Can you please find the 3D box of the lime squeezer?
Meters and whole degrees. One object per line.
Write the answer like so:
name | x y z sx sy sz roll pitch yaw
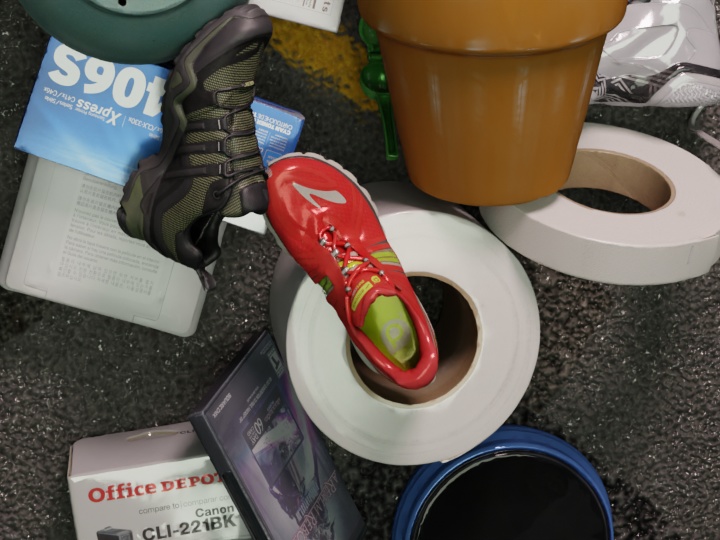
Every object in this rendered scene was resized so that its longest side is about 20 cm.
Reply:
lime squeezer | 0.015 -0.180 1.312 0.037 0.071 0.202 -2 80 9

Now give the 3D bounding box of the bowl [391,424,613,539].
bowl | 0.126 0.235 1.432 0.198 0.039 0.203 -2 103 -8

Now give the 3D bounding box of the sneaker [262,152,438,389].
sneaker | 0.000 0.000 1.194 0.077 0.085 0.201 -36 102 0

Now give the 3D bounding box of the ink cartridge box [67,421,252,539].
ink cartridge box | -0.157 0.236 1.364 0.143 0.084 0.202 -8 103 -6

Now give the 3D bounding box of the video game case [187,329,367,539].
video game case | -0.062 0.167 1.340 0.019 0.143 0.201 -19 106 26

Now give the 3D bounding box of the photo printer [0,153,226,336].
photo printer | -0.182 -0.065 1.301 0.165 0.069 0.202 15 99 -11

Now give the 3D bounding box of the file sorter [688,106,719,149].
file sorter | 0.385 -0.096 1.351 0.200 0.139 0.125 39 97 -15

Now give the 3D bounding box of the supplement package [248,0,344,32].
supplement package | -0.104 -0.259 1.250 0.198 0.110 0.115 14 100 -11

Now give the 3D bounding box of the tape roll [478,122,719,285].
tape roll | 0.192 -0.055 1.296 0.200 0.203 0.037 3 122 -9

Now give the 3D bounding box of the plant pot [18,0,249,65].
plant pot | -0.153 -0.237 1.122 0.198 0.134 0.203 -2 101 -9

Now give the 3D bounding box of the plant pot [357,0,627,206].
plant pot | 0.097 -0.156 1.221 0.198 0.201 0.185 -6 117 -8

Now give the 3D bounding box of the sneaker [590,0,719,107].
sneaker | 0.200 -0.191 1.336 0.197 0.075 0.116 1 94 -5

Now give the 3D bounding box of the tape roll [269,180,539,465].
tape roll | 0.031 0.039 1.323 0.200 0.139 0.205 -2 102 -8

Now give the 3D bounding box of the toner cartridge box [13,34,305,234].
toner cartridge box | -0.150 -0.105 1.239 0.198 0.043 0.096 18 100 -12

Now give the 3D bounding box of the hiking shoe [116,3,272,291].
hiking shoe | -0.093 -0.087 1.163 0.100 0.076 0.201 36 119 17
